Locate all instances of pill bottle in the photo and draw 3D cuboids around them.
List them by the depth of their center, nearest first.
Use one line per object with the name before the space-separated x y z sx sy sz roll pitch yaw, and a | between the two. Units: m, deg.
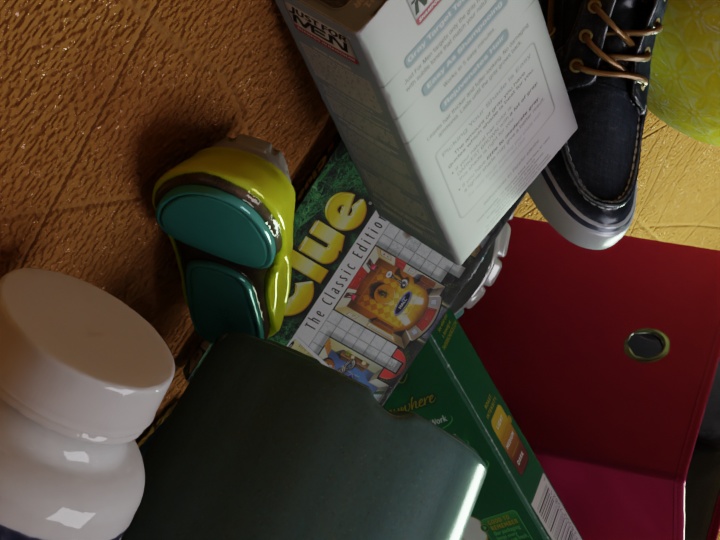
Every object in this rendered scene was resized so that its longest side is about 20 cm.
pill bottle | -0.159 0.103 0.920 0.201 0.111 0.111 -59 163 20

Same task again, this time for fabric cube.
fabric cube | 0.131 0.103 1.398 0.201 0.198 0.197 83 24 -45

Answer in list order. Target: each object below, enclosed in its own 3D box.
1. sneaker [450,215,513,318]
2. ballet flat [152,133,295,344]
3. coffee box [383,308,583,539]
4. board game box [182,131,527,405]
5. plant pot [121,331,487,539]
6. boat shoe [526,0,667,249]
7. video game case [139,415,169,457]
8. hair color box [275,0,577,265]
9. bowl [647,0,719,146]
sneaker | 0.058 -0.057 1.281 0.201 0.077 0.091 -62 154 7
ballet flat | -0.059 -0.025 1.040 0.200 0.066 0.067 93 17 -68
coffee box | 0.037 0.112 1.273 0.122 0.201 0.044 -22 -160 30
board game box | 0.000 0.000 1.173 0.201 0.104 0.023 -57 -165 13
plant pot | -0.044 0.148 1.049 0.197 0.199 0.200 -62 165 -9
boat shoe | 0.126 -0.117 1.148 0.070 0.202 0.091 10 150 -25
video game case | -0.082 0.194 1.230 0.143 0.200 0.018 -47 -157 -17
hair color box | 0.035 -0.100 1.039 0.099 0.060 0.200 -49 149 -14
bowl | 0.183 -0.150 1.275 0.107 0.202 0.200 -23 171 16
